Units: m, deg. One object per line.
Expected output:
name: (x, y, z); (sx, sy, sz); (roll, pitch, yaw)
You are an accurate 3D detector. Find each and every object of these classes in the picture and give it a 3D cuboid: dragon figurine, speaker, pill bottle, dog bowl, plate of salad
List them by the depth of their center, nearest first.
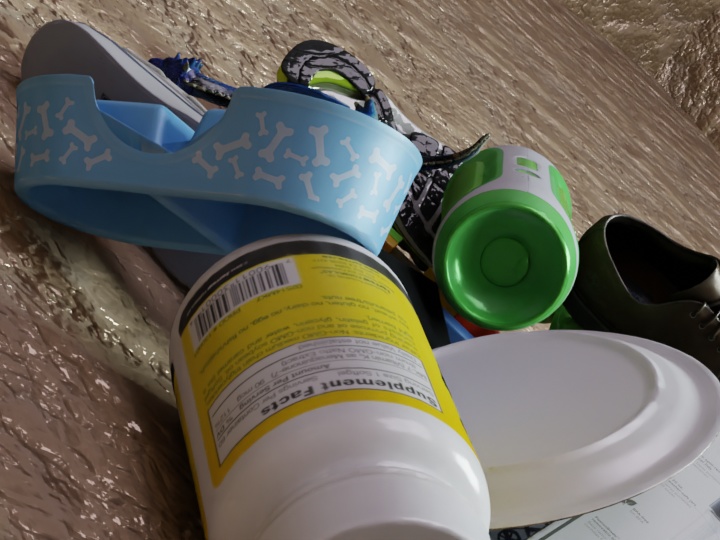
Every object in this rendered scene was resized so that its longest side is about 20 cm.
pill bottle: (-0.012, 0.079, 0.806); (0.114, 0.114, 0.200); (36, 17, -28)
dog bowl: (-0.071, -0.043, 0.912); (0.199, 0.050, 0.111); (7, -15, 24)
plate of salad: (0.072, 0.079, 0.935); (0.200, 0.199, 0.048); (-92, 173, -69)
dragon figurine: (-0.032, -0.079, 1.173); (0.199, 0.059, 0.099); (18, 9, 18)
speaker: (0.087, -0.022, 1.190); (0.088, 0.088, 0.200); (42, 12, -5)

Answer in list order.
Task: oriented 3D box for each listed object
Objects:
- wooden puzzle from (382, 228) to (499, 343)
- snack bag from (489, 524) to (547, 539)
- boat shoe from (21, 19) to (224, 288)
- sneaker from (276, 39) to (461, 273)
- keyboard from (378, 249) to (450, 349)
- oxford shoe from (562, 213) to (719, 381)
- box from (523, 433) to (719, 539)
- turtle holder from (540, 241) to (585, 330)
wooden puzzle: (0.018, 0.012, 1.206); (0.185, 0.046, 0.200); (44, 15, 0)
snack bag: (0.092, 0.122, 0.983); (0.188, 0.021, 0.200); (-11, 49, -33)
boat shoe: (-0.095, -0.060, 1.051); (0.200, 0.074, 0.065); (50, 20, 19)
sneaker: (0.014, -0.062, 1.326); (0.200, 0.074, 0.081); (49, -27, -1)
keyboard: (0.000, 0.000, 1.053); (0.200, 0.021, 0.128); (31, 43, -62)
oxford shoe: (0.204, 0.041, 1.162); (0.200, 0.073, 0.085); (37, -31, 12)
box: (0.140, 0.155, 0.903); (0.200, 0.060, 0.117); (-26, 60, -41)
turtle holder: (0.164, 0.071, 1.268); (0.185, 0.132, 0.141); (29, 54, 10)
